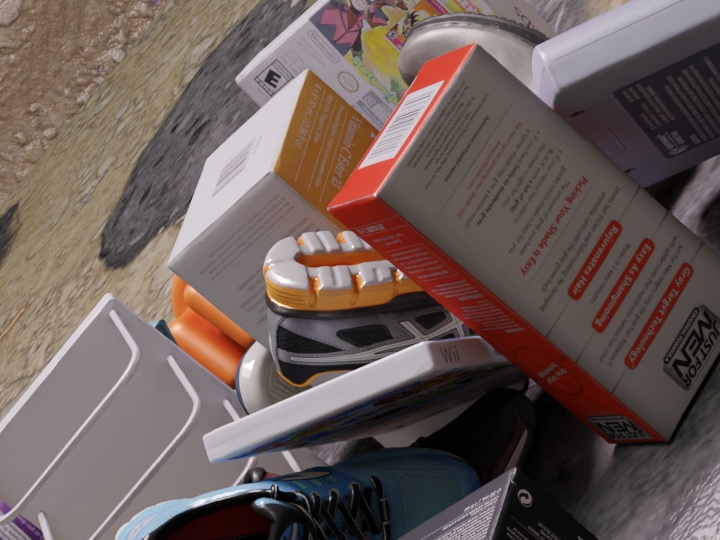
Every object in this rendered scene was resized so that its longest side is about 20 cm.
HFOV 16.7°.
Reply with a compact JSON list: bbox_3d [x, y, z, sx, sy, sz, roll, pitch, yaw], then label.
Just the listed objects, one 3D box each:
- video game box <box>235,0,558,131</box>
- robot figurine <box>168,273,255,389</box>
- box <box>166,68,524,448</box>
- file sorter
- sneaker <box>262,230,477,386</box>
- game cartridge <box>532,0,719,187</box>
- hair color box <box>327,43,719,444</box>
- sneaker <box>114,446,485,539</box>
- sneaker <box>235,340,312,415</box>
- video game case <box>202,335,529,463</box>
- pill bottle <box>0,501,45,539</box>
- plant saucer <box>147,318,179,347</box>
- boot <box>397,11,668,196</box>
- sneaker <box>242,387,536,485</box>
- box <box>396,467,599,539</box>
[{"bbox_3d":[0.048,-0.108,1.563,0.182,0.200,0.047,-36,12,40],"label":"video game box"},{"bbox_3d":[-0.051,0.005,1.692,0.116,0.144,0.200,-1,23,31],"label":"robot figurine"},{"bbox_3d":[0.000,0.000,1.455,0.097,0.200,0.125,-40,19,29],"label":"box"},{"bbox_3d":[-0.109,0.140,1.454,0.139,0.200,0.125,-50,20,1],"label":"file sorter"},{"bbox_3d":[0.038,0.021,1.357,0.078,0.199,0.077,-118,32,-56],"label":"sneaker"},{"bbox_3d":[0.163,-0.098,1.274,0.133,0.041,0.200,-28,-20,11],"label":"game cartridge"},{"bbox_3d":[0.093,-0.010,1.228,0.102,0.200,0.061,-56,17,-20],"label":"hair color box"},{"bbox_3d":[-0.029,0.140,1.261,0.199,0.079,0.090,-14,-7,-7],"label":"sneaker"},{"bbox_3d":[-0.042,0.064,1.533,0.084,0.075,0.200,-12,2,27],"label":"sneaker"},{"bbox_3d":[0.026,0.064,1.309,0.143,0.018,0.200,-24,-10,27],"label":"video game case"},{"bbox_3d":[-0.188,0.131,1.624,0.200,0.111,0.111,-48,15,-9],"label":"pill bottle"},{"bbox_3d":[-0.119,0.113,1.583,0.019,0.200,0.070,19,61,33],"label":"plant saucer"},{"bbox_3d":[0.090,-0.074,1.440,0.131,0.200,0.068,-56,-26,-31],"label":"boot"},{"bbox_3d":[0.000,0.123,1.335,0.200,0.115,0.076,-52,16,-3],"label":"sneaker"},{"bbox_3d":[0.019,0.204,1.177,0.200,0.079,0.141,-36,18,40],"label":"box"}]
